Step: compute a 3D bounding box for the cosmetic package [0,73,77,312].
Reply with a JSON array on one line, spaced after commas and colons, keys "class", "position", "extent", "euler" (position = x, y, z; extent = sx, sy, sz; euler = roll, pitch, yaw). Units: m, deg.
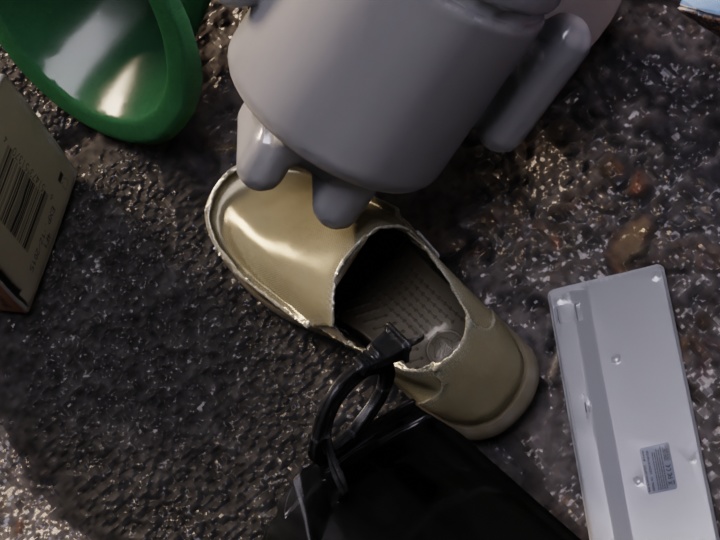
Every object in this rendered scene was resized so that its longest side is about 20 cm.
[{"class": "cosmetic package", "position": [-0.260, -0.047, 1.110], "extent": [0.199, 0.103, 0.088], "euler": [7, 65, 22]}]

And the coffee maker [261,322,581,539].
[{"class": "coffee maker", "position": [0.056, 0.158, 0.851], "extent": [0.200, 0.192, 0.135], "euler": [36, 71, 28]}]

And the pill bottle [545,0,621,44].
[{"class": "pill bottle", "position": [0.035, -0.181, 1.078], "extent": [0.112, 0.112, 0.200], "euler": [-42, 60, -6]}]

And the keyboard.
[{"class": "keyboard", "position": [0.125, 0.090, 0.972], "extent": [0.056, 0.011, 0.201], "euler": [-11, 62, 7]}]

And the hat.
[{"class": "hat", "position": [-0.087, -0.188, 1.110], "extent": [0.166, 0.200, 0.176], "euler": [43, 59, 6]}]

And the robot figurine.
[{"class": "robot figurine", "position": [0.017, -0.115, 0.961], "extent": [0.200, 0.169, 0.113], "euler": [-54, 24, 26]}]

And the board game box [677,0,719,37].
[{"class": "board game box", "position": [0.259, -0.169, 0.944], "extent": [0.159, 0.097, 0.201], "euler": [28, 93, 55]}]

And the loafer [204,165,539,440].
[{"class": "loafer", "position": [0.000, 0.000, 1.021], "extent": [0.200, 0.068, 0.076], "euler": [34, 78, 29]}]
